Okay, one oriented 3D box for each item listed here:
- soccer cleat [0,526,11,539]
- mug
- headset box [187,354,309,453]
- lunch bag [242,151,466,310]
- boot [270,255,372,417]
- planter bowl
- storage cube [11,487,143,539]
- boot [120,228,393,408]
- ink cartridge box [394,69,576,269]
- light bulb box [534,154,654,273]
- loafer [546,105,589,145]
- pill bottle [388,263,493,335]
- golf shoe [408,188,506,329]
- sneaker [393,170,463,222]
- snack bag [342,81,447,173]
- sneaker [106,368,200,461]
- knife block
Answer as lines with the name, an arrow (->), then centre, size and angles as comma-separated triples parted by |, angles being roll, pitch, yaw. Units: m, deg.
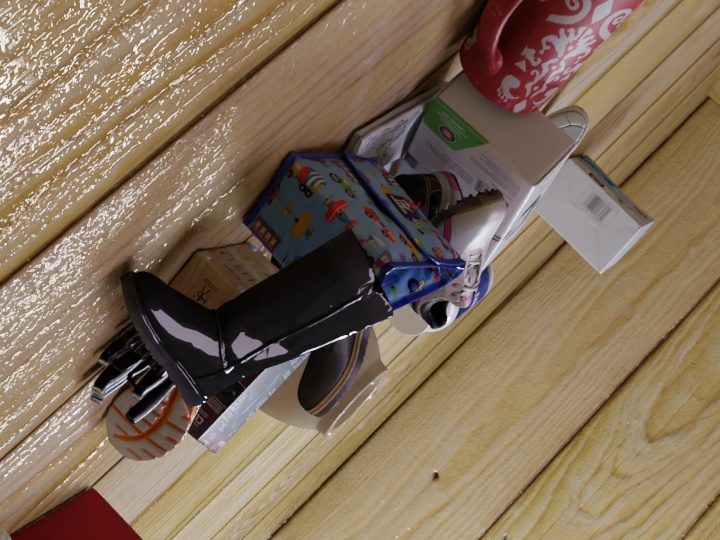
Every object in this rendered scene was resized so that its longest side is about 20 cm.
soccer cleat -> -0.359, 0.249, 1.358 | 0.078, 0.069, 0.200 | -52, 166, 11
mug -> 0.176, -0.267, 1.528 | 0.176, 0.134, 0.200 | 9, 141, -29
headset box -> -0.143, 0.118, 1.718 | 0.200, 0.077, 0.149 | -45, 169, -6
lunch bag -> 0.010, -0.037, 1.477 | 0.094, 0.151, 0.199 | -52, 161, 27
boot -> -0.057, 0.045, 1.612 | 0.077, 0.137, 0.202 | 35, -76, 59
planter bowl -> -0.049, 0.129, 1.991 | 0.200, 0.135, 0.200 | -46, 170, -10
storage cube -> -0.324, 0.383, 1.688 | 0.171, 0.180, 0.200 | -52, 168, 27
boot -> -0.086, 0.022, 1.300 | 0.198, 0.066, 0.165 | -23, 140, 4
ink cartridge box -> 0.128, -0.111, 1.671 | 0.084, 0.146, 0.200 | -44, 171, -29
light bulb box -> 0.454, -0.113, 2.982 | 0.125, 0.198, 0.200 | -47, 171, 17
loafer -> 0.274, -0.187, 2.357 | 0.200, 0.072, 0.063 | -45, -172, 24
pill bottle -> 0.119, 0.030, 2.379 | 0.200, 0.111, 0.111 | -33, 163, -54
golf shoe -> 0.106, -0.013, 1.588 | 0.072, 0.093, 0.200 | -18, 162, -31
sneaker -> 0.013, -0.056, 1.654 | 0.086, 0.081, 0.200 | 9, 143, -42
snack bag -> 0.006, -0.105, 1.645 | 0.188, 0.021, 0.201 | -36, 165, -50
sneaker -> -0.185, 0.116, 1.555 | 0.200, 0.078, 0.077 | -47, -177, 21
knife block -> -0.166, 0.062, 1.450 | 0.176, 0.064, 0.200 | -49, 170, 16
